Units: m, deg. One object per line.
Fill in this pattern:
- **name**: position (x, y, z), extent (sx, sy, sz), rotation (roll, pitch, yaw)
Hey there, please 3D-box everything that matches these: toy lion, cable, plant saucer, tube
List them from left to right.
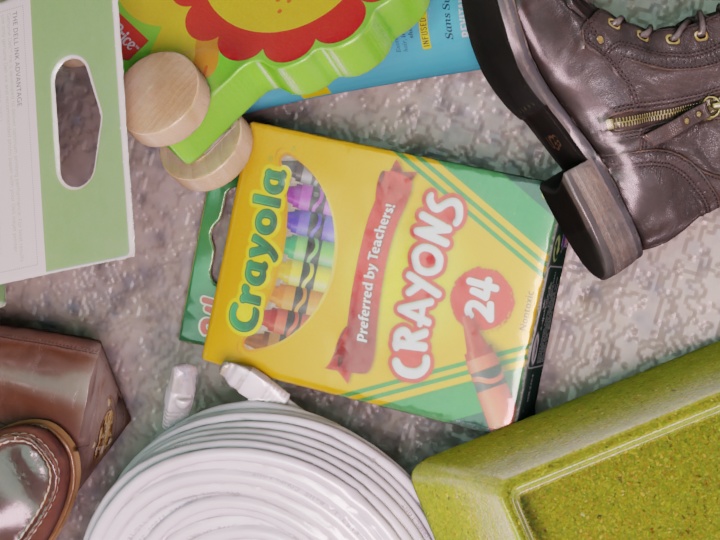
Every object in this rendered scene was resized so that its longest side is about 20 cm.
- **toy lion**: position (-0.065, -0.152, 0.879), extent (0.192, 0.069, 0.200), rotation (-46, 56, -3)
- **cable**: position (-0.044, 0.167, 0.863), extent (0.199, 0.069, 0.201), rotation (26, 111, 8)
- **tube**: position (0.018, -0.126, 0.884), extent (0.199, 0.050, 0.078), rotation (-4, 77, 20)
- **plant saucer**: position (0.150, 0.141, 0.790), extent (0.199, 0.048, 0.201), rotation (-21, 74, -6)

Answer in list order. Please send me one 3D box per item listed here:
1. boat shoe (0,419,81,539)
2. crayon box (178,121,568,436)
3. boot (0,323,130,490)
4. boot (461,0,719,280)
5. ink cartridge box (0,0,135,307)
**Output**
- **boat shoe**: position (-0.225, 0.156, 0.883), extent (0.070, 0.070, 0.200), rotation (45, 99, 7)
- **crayon box**: position (0.000, 0.000, 0.882), extent (0.199, 0.051, 0.128), rotation (12, 93, 17)
- **boot**: position (-0.232, 0.102, 0.946), extent (0.199, 0.064, 0.187), rotation (14, 117, 1)
- **boot**: position (0.151, -0.107, 0.809), extent (0.173, 0.069, 0.201), rotation (-26, 100, -7)
- **ink cartridge box**: position (-0.192, -0.055, 0.859), extent (0.199, 0.048, 0.147), rotation (-10, 78, 20)
